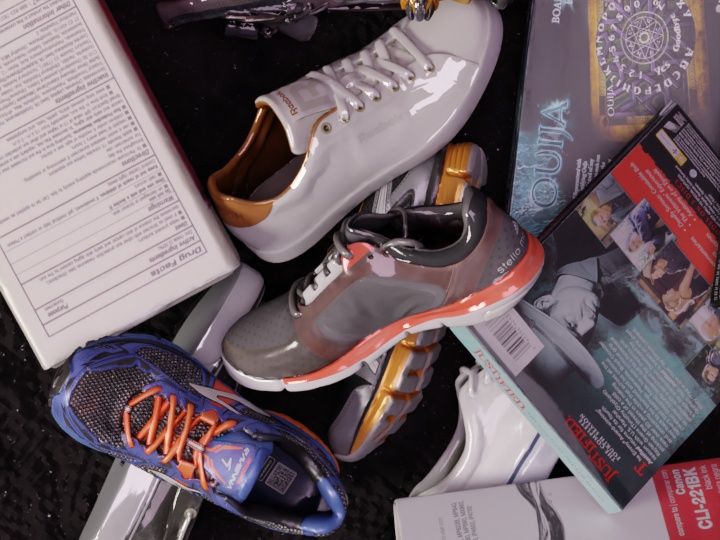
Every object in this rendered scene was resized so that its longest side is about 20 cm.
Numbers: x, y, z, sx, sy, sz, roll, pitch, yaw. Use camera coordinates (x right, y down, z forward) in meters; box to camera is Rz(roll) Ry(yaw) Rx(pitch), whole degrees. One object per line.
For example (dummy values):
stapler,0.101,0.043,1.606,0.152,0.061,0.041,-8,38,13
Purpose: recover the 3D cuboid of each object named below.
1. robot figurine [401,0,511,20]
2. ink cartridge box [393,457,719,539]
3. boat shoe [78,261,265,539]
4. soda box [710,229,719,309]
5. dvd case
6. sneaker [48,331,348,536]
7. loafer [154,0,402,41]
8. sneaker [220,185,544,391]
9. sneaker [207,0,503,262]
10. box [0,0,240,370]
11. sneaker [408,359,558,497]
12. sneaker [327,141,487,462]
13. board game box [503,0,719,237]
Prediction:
robot figurine,0.034,-0.235,1.627,0.144,0.058,0.201,1,63,-2
ink cartridge box,0.122,0.199,1.670,0.199,0.084,0.145,-7,127,-3
boat shoe,-0.097,0.093,1.692,0.064,0.071,0.200,26,95,-13
soda box,0.257,-0.069,1.655,0.071,0.063,0.201,17,74,-33
dvd case,0.162,0.020,1.649,0.146,0.022,0.200,49,64,-9
sneaker,-0.083,0.094,1.613,0.200,0.078,0.076,24,94,-28
loafer,-0.021,-0.160,1.673,0.199,0.072,0.063,-14,103,-6
sneaker,0.000,0.000,1.599,0.199,0.077,0.082,-22,126,20
sneaker,-0.003,-0.092,1.634,0.200,0.085,0.073,-45,53,1
box,-0.170,-0.063,1.652,0.128,0.109,0.200,-28,95,0
sneaker,0.094,0.072,1.689,0.071,0.073,0.200,25,97,-10
sneaker,0.013,0.014,1.690,0.077,0.078,0.201,17,91,11
board game box,0.160,-0.110,1.703,0.135,0.028,0.201,7,95,-3
